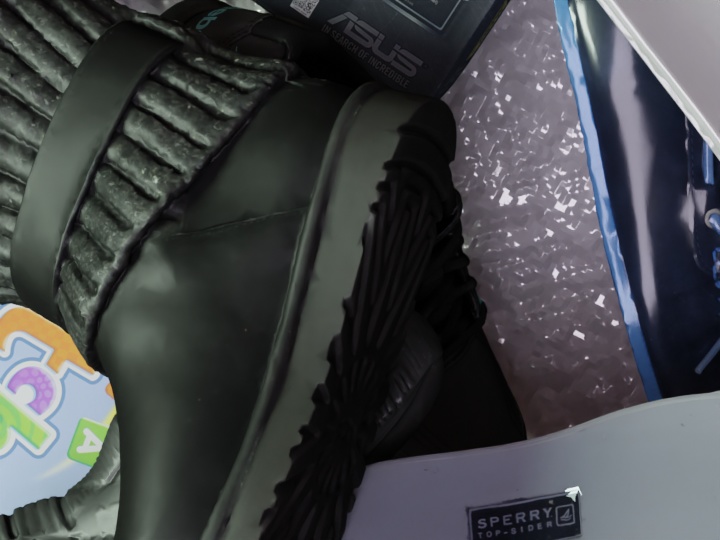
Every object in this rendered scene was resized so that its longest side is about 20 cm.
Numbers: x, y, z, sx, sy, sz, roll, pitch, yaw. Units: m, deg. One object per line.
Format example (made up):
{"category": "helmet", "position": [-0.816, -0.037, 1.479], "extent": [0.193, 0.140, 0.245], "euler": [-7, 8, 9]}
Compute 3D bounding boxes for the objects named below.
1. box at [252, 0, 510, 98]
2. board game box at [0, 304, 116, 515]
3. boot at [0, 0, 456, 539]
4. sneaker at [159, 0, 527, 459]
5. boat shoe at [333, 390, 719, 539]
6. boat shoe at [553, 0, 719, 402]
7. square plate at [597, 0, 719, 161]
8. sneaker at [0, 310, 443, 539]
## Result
{"category": "box", "position": [-0.016, -0.171, 0.940], "extent": [0.200, 0.051, 0.158], "euler": [34, 114, 2]}
{"category": "board game box", "position": [-0.146, -0.012, 0.999], "extent": [0.199, 0.037, 0.152], "euler": [30, 85, 0]}
{"category": "boot", "position": [-0.074, 0.022, 0.873], "extent": [0.157, 0.079, 0.212], "euler": [16, 77, 18]}
{"category": "sneaker", "position": [0.000, 0.000, 0.956], "extent": [0.079, 0.075, 0.200], "euler": [-5, 127, 52]}
{"category": "boat shoe", "position": [0.081, 0.078, 0.871], "extent": [0.199, 0.065, 0.074], "euler": [-2, 73, 28]}
{"category": "boat shoe", "position": [0.113, -0.019, 0.942], "extent": [0.068, 0.084, 0.201], "euler": [-12, 107, 14]}
{"category": "square plate", "position": [0.174, -0.084, 0.765], "extent": [0.200, 0.028, 0.198], "euler": [-36, 95, 21]}
{"category": "sneaker", "position": [-0.050, 0.080, 0.948], "extent": [0.200, 0.091, 0.076], "euler": [-37, 57, 13]}
